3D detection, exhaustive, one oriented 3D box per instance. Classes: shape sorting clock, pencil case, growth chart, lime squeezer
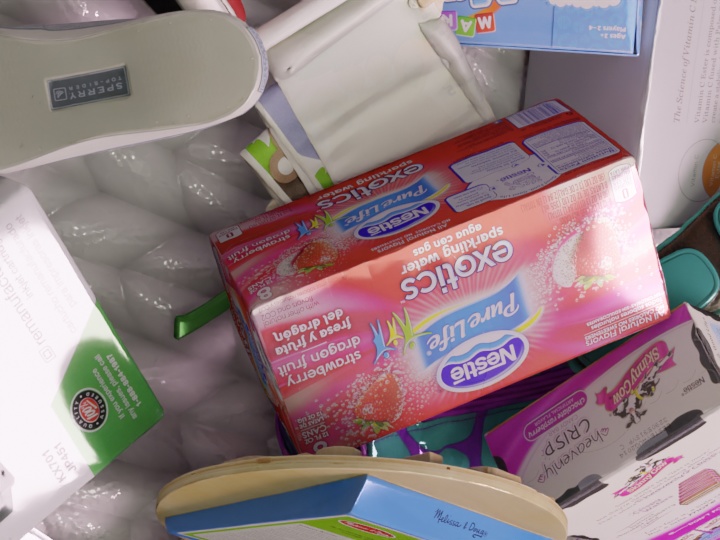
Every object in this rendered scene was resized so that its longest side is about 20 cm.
[{"bbox_3d":[0.001,0.119,0.854,0.200,0.200,0.039,21,65,-35],"label":"shape sorting clock"},{"bbox_3d":[0.057,0.080,0.984,0.200,0.092,0.085,-11,76,-31],"label":"pencil case"},{"bbox_3d":[0.011,-0.058,0.900,0.144,0.018,0.200,-27,116,-6],"label":"growth chart"},{"bbox_3d":[0.000,0.000,0.942,0.199,0.038,0.071,0,80,-21],"label":"lime squeezer"}]

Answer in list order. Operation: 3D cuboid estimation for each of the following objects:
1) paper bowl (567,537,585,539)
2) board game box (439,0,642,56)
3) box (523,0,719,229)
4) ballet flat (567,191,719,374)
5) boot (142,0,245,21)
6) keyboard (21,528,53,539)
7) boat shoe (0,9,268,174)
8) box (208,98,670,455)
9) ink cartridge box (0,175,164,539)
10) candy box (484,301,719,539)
[{"bbox_3d":[0.216,0.212,1.116,0.200,0.104,0.201,-9,107,-29],"label":"paper bowl"},{"bbox_3d":[0.073,-0.213,0.888,0.151,0.037,0.201,5,105,9],"label":"board game box"},{"bbox_3d":[0.204,-0.111,1.010,0.199,0.106,0.153,-3,106,-32],"label":"box"},{"bbox_3d":[0.197,-0.003,0.953,0.200,0.070,0.067,-31,80,5],"label":"ballet flat"},{"bbox_3d":[-0.077,-0.217,0.827,0.144,0.072,0.200,-40,118,-18],"label":"boot"},{"bbox_3d":[-0.208,0.134,0.882,0.200,0.011,0.056,43,80,-34],"label":"keyboard"},{"bbox_3d":[-0.139,-0.079,0.809,0.200,0.072,0.070,-6,89,4],"label":"boat shoe"},{"bbox_3d":[0.038,0.003,0.868,0.199,0.100,0.096,-22,116,-8],"label":"box"},{"bbox_3d":[-0.212,0.068,0.804,0.200,0.083,0.147,-41,123,-23],"label":"ink cartridge box"},{"bbox_3d":[0.180,0.092,0.951,0.136,0.061,0.200,-36,150,25],"label":"candy box"}]
